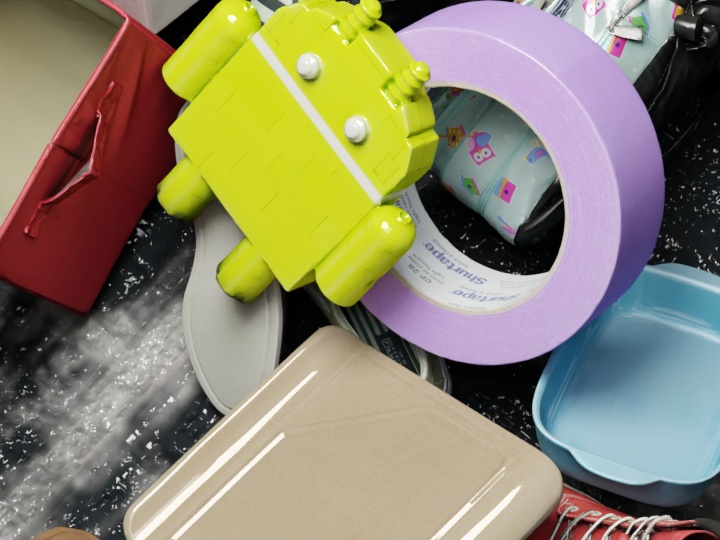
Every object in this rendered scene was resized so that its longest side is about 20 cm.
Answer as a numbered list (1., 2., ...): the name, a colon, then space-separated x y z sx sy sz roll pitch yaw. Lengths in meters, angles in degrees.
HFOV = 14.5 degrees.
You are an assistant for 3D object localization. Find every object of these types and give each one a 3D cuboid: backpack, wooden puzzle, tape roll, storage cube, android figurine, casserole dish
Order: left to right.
1. storage cube: -0.216 -0.096 1.696 0.200 0.180 0.171 31 89 18
2. android figurine: -0.034 -0.073 1.620 0.200 0.041 0.182 -42 78 36
3. wooden puzzle: -0.010 0.137 1.604 0.185 0.037 0.200 -43 49 -17
4. tape roll: 0.072 -0.050 1.632 0.199 0.066 0.201 11 113 27
5. backpack: 0.131 -0.111 1.716 0.127 0.167 0.200 43 95 16
6. casserole dish: 0.171 0.070 1.665 0.121 0.039 0.200 18 42 11

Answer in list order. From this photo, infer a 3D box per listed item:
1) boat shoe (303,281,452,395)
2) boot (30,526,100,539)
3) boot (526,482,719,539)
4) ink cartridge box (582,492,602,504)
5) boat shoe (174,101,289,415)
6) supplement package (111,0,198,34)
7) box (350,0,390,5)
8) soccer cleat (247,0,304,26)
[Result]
1. boat shoe: 0.000 0.000 1.729 0.072 0.062 0.200 -29 70 -6
2. boot: -0.180 0.251 1.638 0.070 0.200 0.147 8 107 -2
3. boot: 0.131 0.148 1.585 0.199 0.144 0.073 23 73 6
4. ink cartridge box: 0.042 0.177 1.677 0.199 0.039 0.100 1 72 6
5. boat shoe: -0.069 -0.012 1.720 0.074 0.060 0.201 -3 99 33
6. supplement package: -0.158 -0.265 1.739 0.200 0.120 0.121 39 66 24
7. box: 0.084 -0.251 1.736 0.199 0.115 0.133 -17 90 -22
8. soccer cleat: -0.051 -0.174 1.795 0.081 0.068 0.201 -10 63 26
